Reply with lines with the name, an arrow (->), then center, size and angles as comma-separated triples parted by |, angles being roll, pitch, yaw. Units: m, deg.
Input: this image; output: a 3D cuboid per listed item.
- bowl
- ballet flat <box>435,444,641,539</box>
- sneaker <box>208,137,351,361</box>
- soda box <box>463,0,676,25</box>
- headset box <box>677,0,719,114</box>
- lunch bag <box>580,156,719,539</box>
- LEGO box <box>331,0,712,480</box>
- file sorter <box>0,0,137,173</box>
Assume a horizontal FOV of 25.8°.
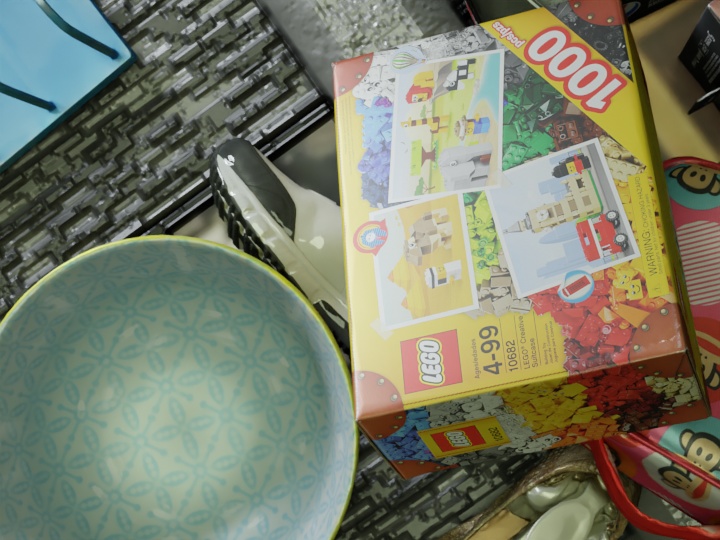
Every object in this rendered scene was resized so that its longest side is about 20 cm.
bowl -> -0.092, 0.083, 0.822 | 0.200, 0.108, 0.200 | 0, 89, 7
ballet flat -> 0.067, 0.162, 0.825 | 0.071, 0.065, 0.200 | 43, 94, 3
sneaker -> 0.000, 0.000, 0.841 | 0.080, 0.074, 0.200 | -43, 90, -10
soda box -> 0.149, -0.174, 0.818 | 0.200, 0.071, 0.063 | -26, 81, 5
headset box -> 0.245, -0.138, 0.768 | 0.200, 0.149, 0.075 | -39, 85, 5
lunch bag -> 0.189, 0.058, 0.783 | 0.200, 0.082, 0.176 | 33, 73, 9
LEGO box -> 0.071, -0.018, 0.746 | 0.149, 0.077, 0.200 | -13, 57, 14
file sorter -> -0.250, -0.111, 0.836 | 0.200, 0.123, 0.139 | -39, 86, 4
